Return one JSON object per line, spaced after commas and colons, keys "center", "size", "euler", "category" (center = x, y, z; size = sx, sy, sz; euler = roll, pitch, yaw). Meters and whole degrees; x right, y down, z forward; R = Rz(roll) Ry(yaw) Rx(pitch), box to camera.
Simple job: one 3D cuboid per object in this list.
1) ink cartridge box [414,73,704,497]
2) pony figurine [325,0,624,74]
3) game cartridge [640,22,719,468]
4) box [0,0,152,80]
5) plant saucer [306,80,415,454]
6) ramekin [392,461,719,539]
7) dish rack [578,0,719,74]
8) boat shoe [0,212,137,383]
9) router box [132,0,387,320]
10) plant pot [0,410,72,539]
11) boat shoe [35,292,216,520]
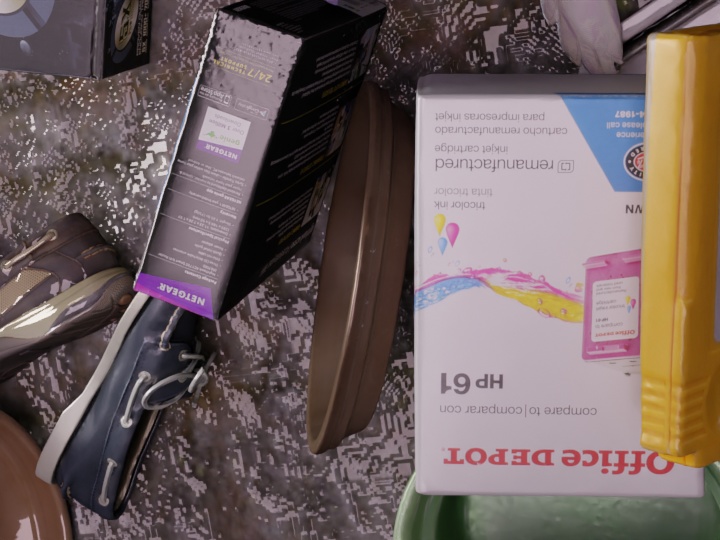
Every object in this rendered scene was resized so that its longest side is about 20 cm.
{"center": [0.099, 0.008, 0.967], "size": [0.144, 0.085, 0.201], "euler": [0, 103, 3], "category": "ink cartridge box"}
{"center": [0.064, -0.197, 1.009], "size": [0.199, 0.167, 0.194], "euler": [-5, 67, 21], "category": "pony figurine"}
{"center": [0.193, -0.019, 0.927], "size": [0.032, 0.176, 0.201], "euler": [9, 106, 42], "category": "game cartridge"}
{"center": [-0.222, -0.201, 1.111], "size": [0.199, 0.086, 0.164], "euler": [8, 104, 11], "category": "box"}
{"center": [0.000, 0.000, 1.048], "size": [0.029, 0.200, 0.201], "euler": [9, 104, -5], "category": "plant saucer"}
{"center": [0.124, 0.149, 1.096], "size": [0.199, 0.098, 0.201], "euler": [3, 102, 13], "category": "ramekin"}
{"center": [0.235, -0.095, 1.049], "size": [0.200, 0.044, 0.172], "euler": [-33, 93, 17], "category": "dish rack"}
{"center": [-0.227, 0.028, 1.175], "size": [0.200, 0.074, 0.074], "euler": [-26, 81, 12], "category": "boat shoe"}
{"center": [-0.049, -0.070, 1.037], "size": [0.051, 0.200, 0.150], "euler": [20, 105, 7], "category": "router box"}
{"center": [-0.268, 0.177, 1.152], "size": [0.092, 0.201, 0.202], "euler": [-5, 101, 33], "category": "plant pot"}
{"center": [-0.122, 0.061, 1.148], "size": [0.062, 0.075, 0.200], "euler": [34, 108, 6], "category": "boat shoe"}
